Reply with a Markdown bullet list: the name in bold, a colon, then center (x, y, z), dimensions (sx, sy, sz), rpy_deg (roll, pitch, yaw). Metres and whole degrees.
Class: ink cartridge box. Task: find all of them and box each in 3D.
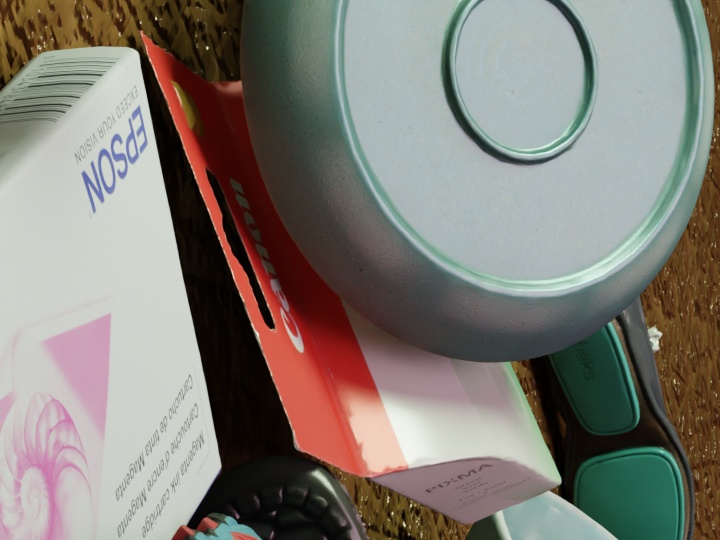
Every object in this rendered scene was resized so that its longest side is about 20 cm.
- **ink cartridge box**: center (-0.090, 0.062, 0.835), dimensions (0.196, 0.043, 0.200), rpy_deg (-60, 142, -62)
- **ink cartridge box**: center (0.000, 0.000, 1.040), dimensions (0.161, 0.050, 0.200), rpy_deg (68, 9, 18)

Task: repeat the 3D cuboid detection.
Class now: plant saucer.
- **plant saucer**: center (0.051, -0.069, 1.017), dimensions (0.200, 0.027, 0.201), rpy_deg (3, 85, -33)

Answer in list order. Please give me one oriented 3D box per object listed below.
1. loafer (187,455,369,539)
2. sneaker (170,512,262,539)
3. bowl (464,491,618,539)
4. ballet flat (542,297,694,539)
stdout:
- **loafer**: center (-0.023, 0.144, 1.009), dimensions (0.071, 0.073, 0.200), rpy_deg (-89, 174, -63)
- **sneaker**: center (-0.022, 0.120, 0.842), dimensions (0.200, 0.095, 0.079), rpy_deg (-43, 156, -81)
- **bowl**: center (0.090, 0.194, 1.210), dimensions (0.201, 0.105, 0.201), rpy_deg (43, 12, -11)
- **ballet flat**: center (0.137, 0.078, 1.533), dimensions (0.073, 0.073, 0.200), rpy_deg (-69, 148, -54)
